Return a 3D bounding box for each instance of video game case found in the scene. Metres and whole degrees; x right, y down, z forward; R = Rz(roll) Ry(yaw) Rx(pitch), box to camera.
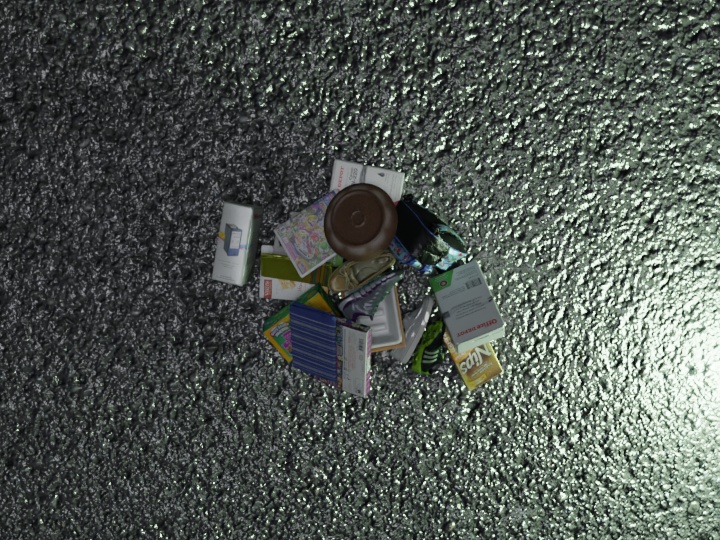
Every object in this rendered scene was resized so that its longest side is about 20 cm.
[{"bbox_3d":[-0.055,0.219,1.556,0.176,0.036,0.207,14,119,25],"label":"video game case"},{"bbox_3d":[-0.108,-0.097,1.524,0.197,0.018,0.146,-33,85,-5],"label":"video game case"}]

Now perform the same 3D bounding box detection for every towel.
[{"bbox_3d":[-0.123,0.188,1.552,0.141,0.024,0.206,15,120,25],"label":"towel"},{"bbox_3d":[-0.173,0.001,1.580,0.193,0.018,0.088,9,133,-1],"label":"towel"}]

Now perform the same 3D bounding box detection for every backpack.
[{"bbox_3d":[0.173,-0.077,1.522,0.197,0.184,0.136,22,113,-43],"label":"backpack"}]

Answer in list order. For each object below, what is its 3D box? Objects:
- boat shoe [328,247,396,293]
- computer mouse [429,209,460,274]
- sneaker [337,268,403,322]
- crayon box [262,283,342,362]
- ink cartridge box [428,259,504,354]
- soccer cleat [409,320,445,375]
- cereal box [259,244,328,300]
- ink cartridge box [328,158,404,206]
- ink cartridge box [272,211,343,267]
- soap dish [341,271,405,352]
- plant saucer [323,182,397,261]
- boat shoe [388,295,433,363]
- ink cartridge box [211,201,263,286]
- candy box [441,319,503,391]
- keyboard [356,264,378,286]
[{"bbox_3d":[0.002,0.002,1.534,0.195,0.063,0.075,-22,96,8],"label":"boat shoe"},{"bbox_3d":[0.184,-0.053,1.624,0.138,0.046,0.203,-32,96,2],"label":"computer mouse"},{"bbox_3d":[0.040,0.073,1.536,0.196,0.074,0.089,-31,89,13],"label":"sneaker"},{"bbox_3d":[-0.158,0.145,1.611,0.197,0.059,0.120,-34,113,10],"label":"crayon box"},{"bbox_3d":[0.284,0.099,1.575,0.142,0.085,0.205,-20,62,4],"label":"ink cartridge box"},{"bbox_3d":[0.201,0.213,1.613,0.079,0.069,0.203,17,132,-8],"label":"soccer cleat"},{"bbox_3d":[-0.181,0.008,1.631,0.192,0.040,0.150,3,97,-2],"label":"cereal box"},{"bbox_3d":[0.012,-0.209,1.588,0.193,0.085,0.151,10,96,0],"label":"ink cartridge box"},{"bbox_3d":[-0.137,-0.086,1.582,0.192,0.068,0.121,6,60,-1],"label":"ink cartridge box"},{"bbox_3d":[0.032,0.119,1.603,0.152,0.081,0.207,-9,80,0],"label":"soap dish"},{"bbox_3d":[-0.004,-0.127,1.480,0.193,0.037,0.208,-2,78,11],"label":"plant saucer"},{"bbox_3d":[0.140,0.157,1.642,0.067,0.072,0.205,24,104,-3],"label":"boat shoe"},{"bbox_3d":[-0.324,-0.076,1.568,0.084,0.145,0.207,12,97,0],"label":"ink cartridge box"},{"bbox_3d":[0.304,0.217,1.650,0.113,0.055,0.205,-27,95,1],"label":"candy box"},{"bbox_3d":[0.009,-0.062,1.562,0.054,0.011,0.208,-7,98,6],"label":"keyboard"}]
